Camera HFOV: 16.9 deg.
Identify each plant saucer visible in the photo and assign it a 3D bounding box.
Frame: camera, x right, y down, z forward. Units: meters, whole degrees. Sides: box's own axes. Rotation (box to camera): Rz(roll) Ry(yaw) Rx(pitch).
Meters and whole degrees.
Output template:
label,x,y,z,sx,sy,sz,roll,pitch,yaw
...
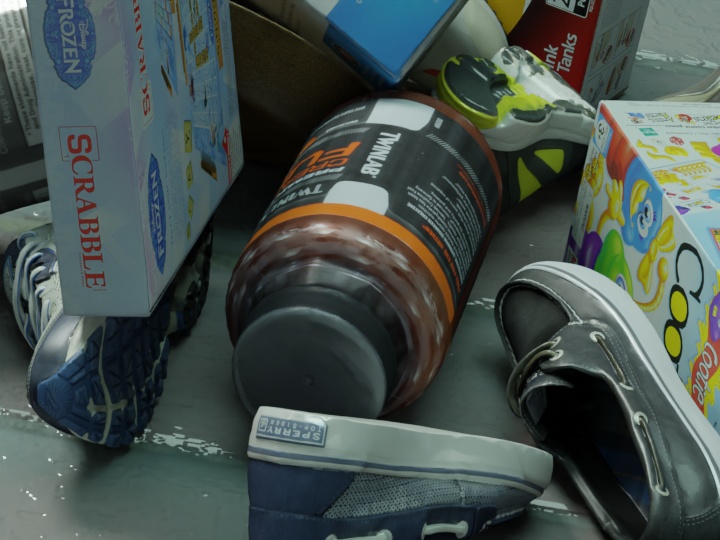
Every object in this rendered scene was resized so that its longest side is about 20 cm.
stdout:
label,x,y,z,sx,sy,sz,roll,pitch,yaw
plant saucer,-0.087,-0.100,1.251,0.199,0.036,0.200,22,-12,5

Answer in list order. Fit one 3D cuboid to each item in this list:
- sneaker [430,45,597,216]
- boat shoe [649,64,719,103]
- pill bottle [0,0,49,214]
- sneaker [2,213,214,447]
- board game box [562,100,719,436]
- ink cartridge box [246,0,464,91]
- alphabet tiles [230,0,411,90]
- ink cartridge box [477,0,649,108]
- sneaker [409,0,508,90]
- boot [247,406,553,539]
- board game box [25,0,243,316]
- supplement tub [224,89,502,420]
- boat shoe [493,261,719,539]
label,x,y,z,sx,sy,sz,roll,pitch,yaw
sneaker,0.071,-0.069,1.300,0.074,0.085,0.200,43,18,19
boat shoe,0.216,-0.075,1.350,0.200,0.075,0.073,-33,63,-25
pill bottle,-0.216,-0.072,1.134,0.199,0.114,0.114,-15,35,-4
sneaker,-0.127,0.019,1.108,0.085,0.078,0.200,7,22,8
board game box,0.185,0.011,1.175,0.104,0.104,0.200,0,32,-17
ink cartridge box,-0.038,-0.182,1.237,0.200,0.085,0.145,38,-3,-1
alphabet tiles,-0.031,-0.134,1.359,0.167,0.008,0.200,29,18,-34
ink cartridge box,0.085,-0.211,1.412,0.175,0.201,0.084,25,34,22
sneaker,-0.006,-0.155,1.366,0.200,0.070,0.093,40,33,-6
boot,0.013,0.109,1.005,0.072,0.091,0.200,6,-4,35
board game box,-0.097,-0.108,1.061,0.041,0.201,0.200,-1,20,10
supplement tub,0.000,0.000,1.133,0.106,0.107,0.200,14,31,7
boat shoe,0.102,0.063,1.098,0.066,0.070,0.200,7,36,-33
